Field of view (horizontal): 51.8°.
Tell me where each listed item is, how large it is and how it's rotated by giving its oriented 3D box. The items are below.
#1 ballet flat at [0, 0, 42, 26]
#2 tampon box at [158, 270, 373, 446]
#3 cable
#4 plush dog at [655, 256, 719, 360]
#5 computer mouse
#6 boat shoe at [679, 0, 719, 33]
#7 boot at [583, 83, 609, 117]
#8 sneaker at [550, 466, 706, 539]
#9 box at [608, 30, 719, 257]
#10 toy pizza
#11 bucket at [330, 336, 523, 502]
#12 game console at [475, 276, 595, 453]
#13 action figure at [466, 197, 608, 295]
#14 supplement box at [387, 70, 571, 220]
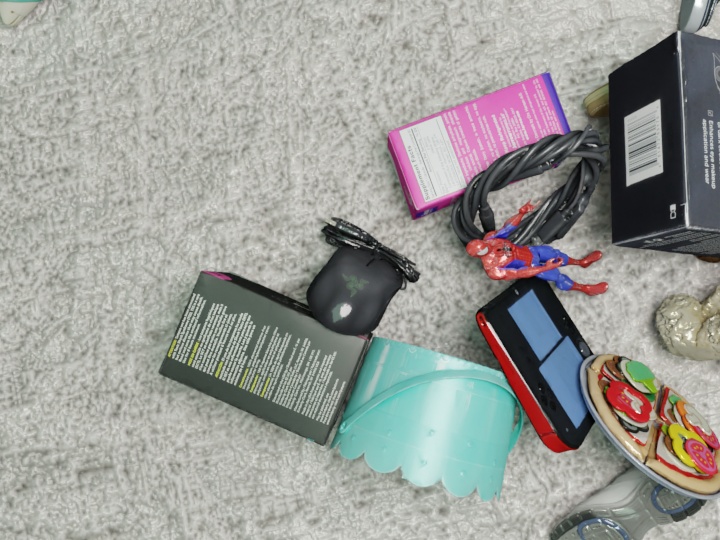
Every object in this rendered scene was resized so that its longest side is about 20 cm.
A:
[{"bbox_3d":[-0.471,-0.345,0.945,0.199,0.067,0.071,-2,112,2],"label":"ballet flat"},{"bbox_3d":[-0.101,0.094,0.863,0.199,0.150,0.127,23,90,3],"label":"tampon box"},{"bbox_3d":[0.192,-0.092,0.839,0.162,0.200,0.051,2,53,-23],"label":"cable"},{"bbox_3d":[0.474,0.037,0.863,0.199,0.161,0.172,28,62,1],"label":"plush dog"},{"bbox_3d":[0.000,0.000,0.842,0.138,0.200,0.053,29,120,0],"label":"computer mouse"},{"bbox_3d":[0.460,-0.377,0.904,0.090,0.071,0.201,18,86,7],"label":"boat shoe"},{"bbox_3d":[0.378,-0.159,0.897,0.199,0.073,0.156,-6,85,-6],"label":"boot"},{"bbox_3d":[0.318,0.282,0.883,0.200,0.087,0.075,-35,89,18],"label":"sneaker"},{"bbox_3d":[0.377,-0.120,0.780,0.199,0.117,0.198,5,80,-18],"label":"box"},{"bbox_3d":[0.334,0.164,0.831,0.200,0.200,0.032,34,120,3],"label":"toy pizza"},{"bbox_3d":[0.080,0.163,0.834,0.206,0.207,0.136,16,83,2],"label":"bucket"},{"bbox_3d":[0.214,0.096,0.841,0.031,0.200,0.178,-29,87,33],"label":"game console"},{"bbox_3d":[0.215,-0.021,0.839,0.199,0.099,0.066,8,63,-27],"label":"action figure"},{"bbox_3d":[0.140,-0.145,0.890,0.199,0.101,0.104,-19,87,2],"label":"supplement box"}]
